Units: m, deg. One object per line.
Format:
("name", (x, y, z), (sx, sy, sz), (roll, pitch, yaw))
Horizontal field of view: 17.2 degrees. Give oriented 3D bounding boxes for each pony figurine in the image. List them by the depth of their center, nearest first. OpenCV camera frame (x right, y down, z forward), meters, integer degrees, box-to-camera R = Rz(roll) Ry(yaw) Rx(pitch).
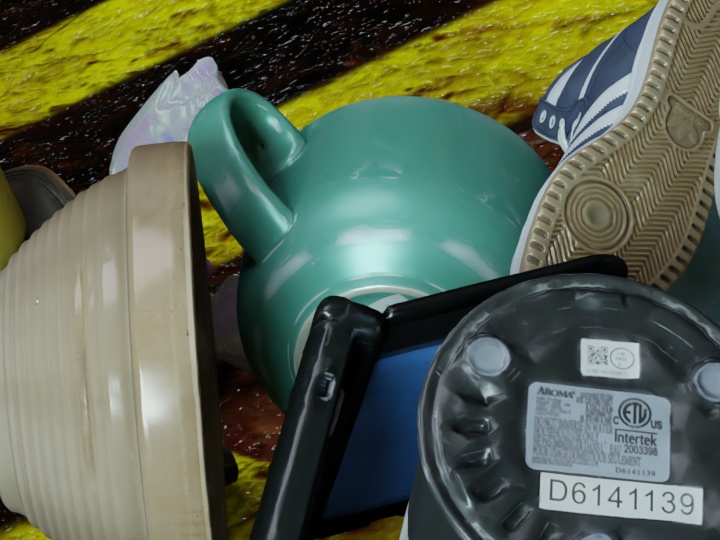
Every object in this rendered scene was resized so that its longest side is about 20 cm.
("pony figurine", (-0.114, 0.011, 1.219), (0.193, 0.167, 0.200), (-37, -4, 37))

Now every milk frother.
("milk frother", (0.081, 0.141, 0.805), (0.180, 0.188, 0.201), (21, 60, 7))

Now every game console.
("game console", (0.017, 0.098, 0.948), (0.116, 0.200, 0.177), (15, 57, -1))

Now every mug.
("mug", (0.004, 0.009, 1.098), (0.184, 0.153, 0.115), (9, 34, 2))

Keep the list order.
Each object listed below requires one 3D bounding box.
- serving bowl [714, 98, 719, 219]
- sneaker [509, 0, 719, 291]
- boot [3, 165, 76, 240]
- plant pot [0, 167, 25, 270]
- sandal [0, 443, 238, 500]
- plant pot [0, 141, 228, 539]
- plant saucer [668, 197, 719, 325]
("serving bowl", (0.196, -0.089, 0.991), (0.066, 0.201, 0.200), (25, 47, 17))
("sneaker", (0.107, -0.038, 1.061), (0.200, 0.070, 0.108), (-59, 13, -27))
("boot", (-0.199, -0.005, 1.401), (0.097, 0.075, 0.200), (-36, 30, -28))
("plant pot", (-0.314, -0.063, 1.326), (0.200, 0.190, 0.201), (-19, 24, 9))
("sandal", (-0.142, 0.079, 1.106), (0.199, 0.055, 0.082), (3, -10, -37))
("plant pot", (-0.108, 0.048, 1.013), (0.092, 0.202, 0.201), (-5, 28, -1))
("plant saucer", (0.207, 0.009, 1.072), (0.200, 0.039, 0.201), (-19, 28, 10))
